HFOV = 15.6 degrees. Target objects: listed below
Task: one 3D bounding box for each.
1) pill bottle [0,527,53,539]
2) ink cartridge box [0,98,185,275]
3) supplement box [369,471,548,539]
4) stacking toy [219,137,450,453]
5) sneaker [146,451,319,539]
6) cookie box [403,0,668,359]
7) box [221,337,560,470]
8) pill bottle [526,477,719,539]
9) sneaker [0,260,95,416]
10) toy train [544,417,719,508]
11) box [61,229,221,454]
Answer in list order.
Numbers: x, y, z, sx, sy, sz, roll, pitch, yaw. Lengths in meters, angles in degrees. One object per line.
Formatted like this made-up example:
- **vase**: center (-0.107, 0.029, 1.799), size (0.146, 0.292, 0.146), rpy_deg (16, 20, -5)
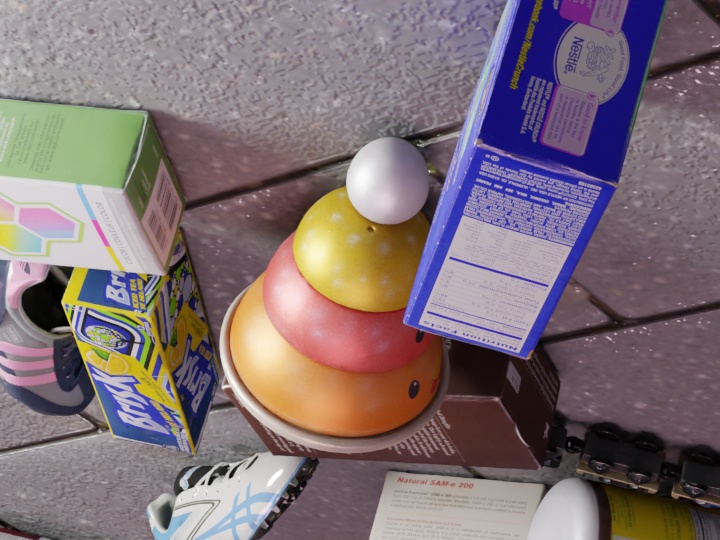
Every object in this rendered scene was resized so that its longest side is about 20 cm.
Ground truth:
- **pill bottle**: center (-0.311, 0.270, 2.210), size (0.199, 0.110, 0.110), rpy_deg (13, 152, 3)
- **ink cartridge box**: center (-0.217, -0.055, 1.617), size (0.199, 0.060, 0.104), rpy_deg (6, 151, 15)
- **supplement box**: center (0.062, 0.251, 1.898), size (0.125, 0.201, 0.074), rpy_deg (4, 147, 21)
- **stacking toy**: center (0.000, 0.000, 1.572), size (0.145, 0.147, 0.200), rpy_deg (15, 137, -1)
- **sneaker**: center (-0.099, 0.170, 1.975), size (0.073, 0.072, 0.200), rpy_deg (48, 138, -5)
- **cookie box**: center (0.092, -0.075, 1.315), size (0.075, 0.172, 0.200), rpy_deg (18, 153, -1)
- **box**: center (0.021, 0.075, 1.732), size (0.199, 0.075, 0.100), rpy_deg (3, 150, 24)
- **pill bottle**: center (0.221, 0.216, 1.843), size (0.199, 0.110, 0.109), rpy_deg (14, 153, -16)
- **sneaker**: center (-0.210, 0.043, 1.785), size (0.082, 0.070, 0.200), rpy_deg (4, 152, 24)
- **toy train**: center (0.182, 0.134, 1.803), size (0.199, 0.034, 0.046), rpy_deg (14, 156, 3)
- **box**: center (-0.144, 0.047, 1.759), size (0.064, 0.070, 0.200), rpy_deg (11, 152, 12)
